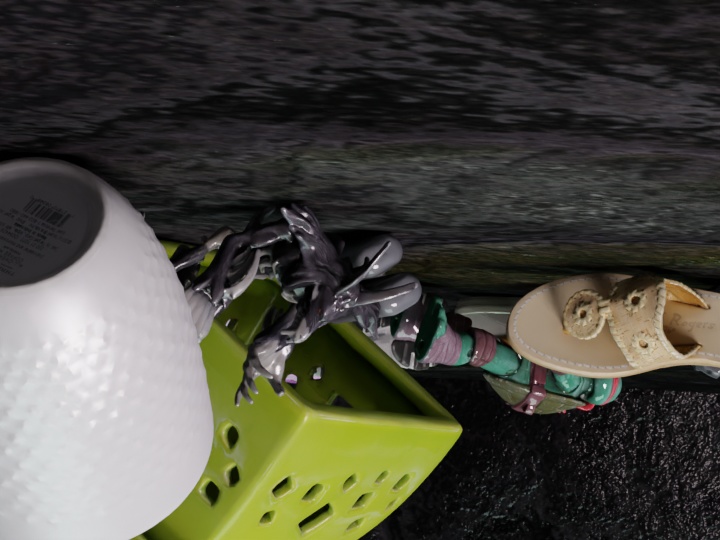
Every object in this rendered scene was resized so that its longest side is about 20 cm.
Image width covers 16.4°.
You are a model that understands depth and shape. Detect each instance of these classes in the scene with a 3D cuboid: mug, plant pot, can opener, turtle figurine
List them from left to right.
[{"bbox_3d":[-0.175,0.021,1.285,0.200,0.147,0.176,37,152,32],"label":"mug"},{"bbox_3d":[-0.086,0.113,1.671,0.199,0.182,0.200,41,-163,31],"label":"plant pot"},{"bbox_3d":[0.000,0.000,1.602,0.067,0.054,0.200,-29,-174,-19],"label":"can opener"},{"bbox_3d":[0.128,0.055,1.829,0.199,0.101,0.150,12,173,-21],"label":"turtle figurine"}]

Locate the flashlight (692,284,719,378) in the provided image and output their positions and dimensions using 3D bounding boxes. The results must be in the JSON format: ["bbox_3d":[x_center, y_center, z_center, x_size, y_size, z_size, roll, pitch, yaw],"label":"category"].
[{"bbox_3d":[0.254,0.047,1.779,0.067,0.068,0.200,30,177,2],"label":"flashlight"}]

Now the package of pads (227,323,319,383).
[{"bbox_3d":[-0.086,0.054,2.078,0.199,0.076,0.120,6,178,-23],"label":"package of pads"}]

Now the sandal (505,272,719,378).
[{"bbox_3d":[0.204,0.027,1.636,0.210,0.078,0.070,8,151,1],"label":"sandal"}]

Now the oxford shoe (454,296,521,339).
[{"bbox_3d":[0.171,0.053,1.962,0.199,0.058,0.075,1,173,11],"label":"oxford shoe"}]

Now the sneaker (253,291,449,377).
[{"bbox_3d":[-0.024,0.041,1.870,0.090,0.079,0.199,9,178,40],"label":"sneaker"}]

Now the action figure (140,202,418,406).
[{"bbox_3d":[-0.067,0.018,1.414,0.199,0.102,0.119,5,150,39],"label":"action figure"}]
